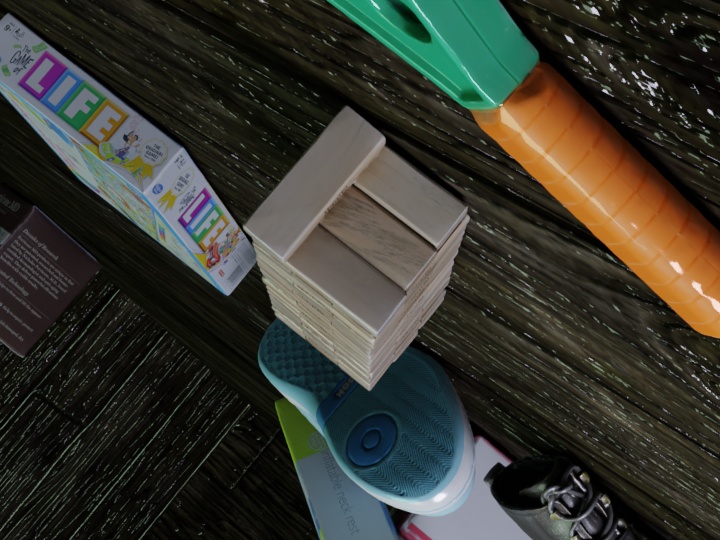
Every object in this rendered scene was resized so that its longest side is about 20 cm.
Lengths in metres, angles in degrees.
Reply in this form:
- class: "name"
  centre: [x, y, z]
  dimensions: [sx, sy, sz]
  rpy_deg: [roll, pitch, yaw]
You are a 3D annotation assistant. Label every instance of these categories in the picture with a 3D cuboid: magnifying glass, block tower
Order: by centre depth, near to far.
- class: "magnifying glass"
  centre: [0.017, -0.055, 0.371]
  dimensions: [0.200, 0.022, 0.080]
  rpy_deg: [44, 171, -17]
- class: "block tower"
  centre: [0.000, 0.000, 0.637]
  dimensions: [0.058, 0.054, 0.200]
  rpy_deg: [38, 173, 8]

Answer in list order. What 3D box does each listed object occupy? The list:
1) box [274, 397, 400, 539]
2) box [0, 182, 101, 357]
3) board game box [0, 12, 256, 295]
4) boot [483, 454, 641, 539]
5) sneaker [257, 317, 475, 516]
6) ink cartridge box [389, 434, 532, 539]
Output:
- class: "box"
  centre: [0.003, 0.180, 1.077]
  dimensions: [0.200, 0.048, 0.122]
  rpy_deg: [-114, 6, -48]
- class: "box"
  centre: [-0.563, -0.001, 2.751]
  dimensions: [0.164, 0.200, 0.166]
  rpy_deg: [45, 170, -33]
- class: "board game box"
  centre: [-0.139, -0.062, 1.006]
  dimensions: [0.134, 0.034, 0.200]
  rpy_deg: [37, 172, 16]
- class: "boot"
  centre: [0.148, 0.169, 0.878]
  dimensions: [0.174, 0.069, 0.200]
  rpy_deg: [50, 163, -13]
- class: "sneaker"
  centre: [0.031, 0.097, 0.974]
  dimensions: [0.131, 0.080, 0.200]
  rpy_deg: [47, 179, -36]
- class: "ink cartridge box"
  centre: [0.097, 0.187, 1.137]
  dimensions: [0.146, 0.085, 0.200]
  rpy_deg: [40, 171, 3]
